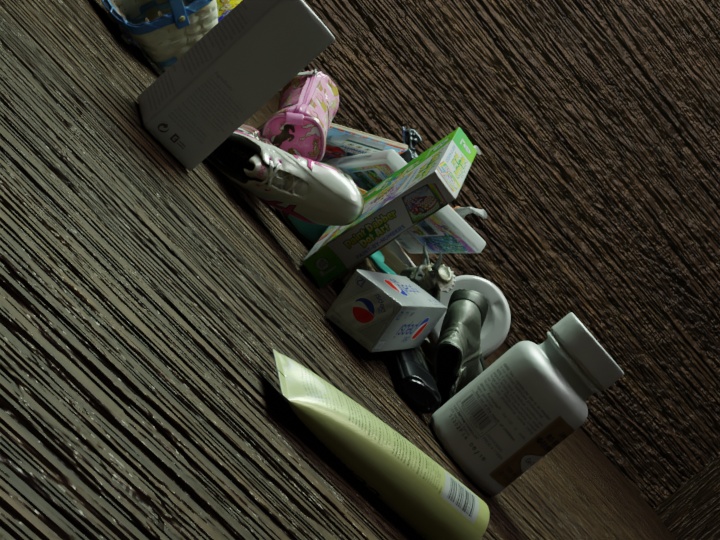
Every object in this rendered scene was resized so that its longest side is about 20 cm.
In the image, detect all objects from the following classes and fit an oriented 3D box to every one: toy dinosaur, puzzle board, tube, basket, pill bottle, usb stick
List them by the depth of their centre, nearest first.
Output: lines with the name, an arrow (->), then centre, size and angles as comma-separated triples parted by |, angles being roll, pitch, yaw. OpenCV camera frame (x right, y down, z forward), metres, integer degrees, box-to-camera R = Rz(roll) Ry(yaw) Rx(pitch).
tube -> 0.010, 0.133, 0.803 | 0.200, 0.052, 0.058 | 43, -34, -21
pill bottle -> 0.186, 0.144, 1.228 | 0.114, 0.200, 0.114 | 48, 7, -7
usb stick -> 0.059, 0.114, 1.306 | 0.055, 0.033, 0.200 | 38, 8, -12
basket -> -0.261, -0.366, 1.403 | 0.176, 0.139, 0.200 | 53, -18, 38
toy dinosaur -> 0.071, 0.032, 1.441 | 0.077, 0.103, 0.200 | 29, -8, -9
pill bottle -> 0.139, 0.081, 1.551 | 0.113, 0.113, 0.200 | 50, -9, 8
puzzle board -> -0.054, -0.176, 1.593 | 0.199, 0.017, 0.151 | 12, -16, -27

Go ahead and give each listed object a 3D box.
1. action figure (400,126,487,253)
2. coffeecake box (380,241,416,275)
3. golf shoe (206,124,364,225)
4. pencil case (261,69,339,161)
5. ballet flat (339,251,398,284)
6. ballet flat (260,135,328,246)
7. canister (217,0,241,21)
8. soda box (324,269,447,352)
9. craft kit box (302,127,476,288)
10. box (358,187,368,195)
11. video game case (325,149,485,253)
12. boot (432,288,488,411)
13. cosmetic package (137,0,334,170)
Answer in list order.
action figure -> 0.088, -0.137, 1.682 | 0.104, 0.193, 0.201 | 10, 68, -59
coffeecake box -> 0.013, -0.027, 1.655 | 0.153, 0.073, 0.200 | 42, 9, -38
golf shoe -> -0.093, -0.102, 1.261 | 0.199, 0.073, 0.092 | 26, 15, 11
pencil case -> -0.073, -0.187, 1.391 | 0.087, 0.083, 0.200 | 58, 17, -20
ballet flat -> 0.000, 0.000, 1.440 | 0.070, 0.065, 0.200 | 35, 9, -17
ballet flat -> -0.095, -0.108, 1.436 | 0.200, 0.071, 0.071 | 44, 7, -28
canister -> -0.190, -0.293, 1.520 | 0.087, 0.148, 0.200 | 43, 10, -43
soda box -> 0.033, 0.046, 1.253 | 0.068, 0.064, 0.200 | 37, 9, 15
craft kit box -> 0.040, -0.078, 1.332 | 0.049, 0.197, 0.200 | 55, 22, -11
box -> -0.054, -0.115, 1.529 | 0.199, 0.042, 0.119 | 27, 2, 11
video game case -> 0.059, -0.093, 1.573 | 0.200, 0.024, 0.182 | 43, -20, -24
boot -> 0.111, 0.131, 1.378 | 0.131, 0.067, 0.201 | -62, 158, -47
cosmetic package -> -0.130, -0.206, 1.137 | 0.071, 0.200, 0.101 | 45, 8, -28
